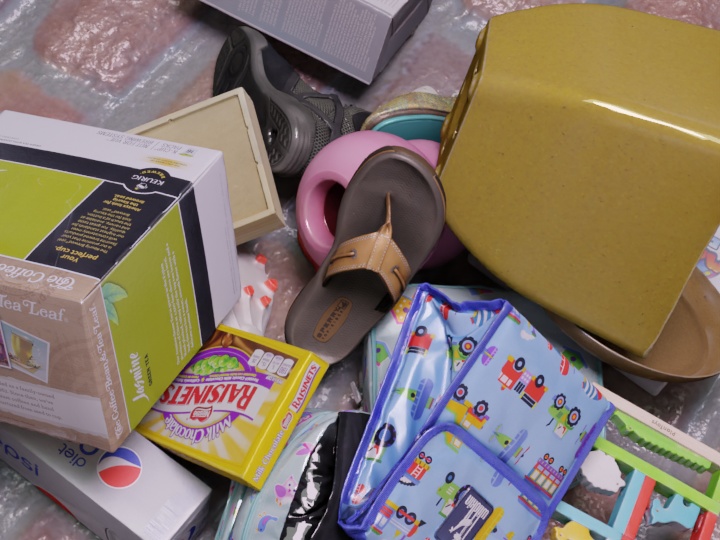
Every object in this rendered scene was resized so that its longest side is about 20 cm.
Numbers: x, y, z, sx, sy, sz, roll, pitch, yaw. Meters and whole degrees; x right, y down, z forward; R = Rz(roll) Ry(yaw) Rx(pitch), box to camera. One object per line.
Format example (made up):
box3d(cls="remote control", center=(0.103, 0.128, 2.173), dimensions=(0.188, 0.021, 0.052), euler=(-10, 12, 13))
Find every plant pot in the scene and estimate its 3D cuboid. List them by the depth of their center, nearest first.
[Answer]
box3d(cls="plant pot", center=(0.164, -0.090, 1.132), dimensions=(0.198, 0.197, 0.195), euler=(19, 35, -3))
box3d(cls="plant pot", center=(0.213, 0.022, 1.202), dimensions=(0.198, 0.028, 0.201), euler=(20, 35, -14))

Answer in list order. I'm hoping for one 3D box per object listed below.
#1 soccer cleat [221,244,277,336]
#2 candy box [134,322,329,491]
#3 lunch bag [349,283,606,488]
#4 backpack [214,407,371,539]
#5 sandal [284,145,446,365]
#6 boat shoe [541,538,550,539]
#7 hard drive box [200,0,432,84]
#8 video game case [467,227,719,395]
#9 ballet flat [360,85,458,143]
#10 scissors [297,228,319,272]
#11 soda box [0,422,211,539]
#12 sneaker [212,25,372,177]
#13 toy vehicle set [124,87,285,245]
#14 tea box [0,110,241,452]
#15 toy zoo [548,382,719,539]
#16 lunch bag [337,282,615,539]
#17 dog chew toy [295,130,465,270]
box3d(cls="soccer cleat", center=(-0.104, 0.056, 1.182), dimensions=(0.069, 0.077, 0.201), euler=(26, 35, -36))
box3d(cls="candy box", center=(-0.115, 0.089, 1.097), dimensions=(0.199, 0.026, 0.103), euler=(12, 71, 48))
box3d(cls="lunch bag", center=(0.092, 0.097, 1.178), dimensions=(0.198, 0.077, 0.162), euler=(4, 61, -7))
box3d(cls="backpack", center=(-0.032, 0.195, 1.056), dimensions=(0.166, 0.126, 0.202), euler=(31, 64, -40))
box3d(cls="sandal", center=(0.000, 0.000, 1.109), dimensions=(0.081, 0.201, 0.055), euler=(29, 27, -11))
box3d(cls="boat shoe", center=(0.114, 0.232, 1.110), dimensions=(0.198, 0.066, 0.074), euler=(-13, 63, -16))
box3d(cls="hard drive box", center=(-0.040, -0.274, 1.345), dimensions=(0.199, 0.077, 0.156), euler=(28, 41, 7))
box3d(cls="video game case", center=(0.223, -0.015, 1.293), dimensions=(0.199, 0.024, 0.182), euler=(36, 62, 12))
box3d(cls="ballet flat", center=(0.077, -0.130, 1.293), dimensions=(0.198, 0.071, 0.071), euler=(2, 58, -31))
box3d(cls="scissors", center=(-0.019, 0.034, 1.233), dimensions=(0.072, 0.014, 0.202), euler=(6, 58, -8))
box3d(cls="soda box", center=(-0.207, 0.141, 1.112), dimensions=(0.199, 0.068, 0.064), euler=(35, 60, 11))
box3d(cls="sneaker", center=(-0.058, -0.139, 1.298), dimensions=(0.114, 0.077, 0.200), euler=(16, 25, -38))
box3d(cls="toy vehicle set", center=(-0.169, -0.059, 1.211), dimensions=(0.198, 0.027, 0.125), euler=(-20, 63, 8))
box3d(cls="tea box", center=(-0.219, 0.000, 1.067), dimensions=(0.198, 0.135, 0.197), euler=(12, 38, 22))
box3d(cls="toy zoo", center=(0.189, 0.198, 1.096), dimensions=(0.130, 0.020, 0.201), euler=(28, 63, -2))
box3d(cls="lunch bag", center=(0.068, 0.137, 1.036), dimensions=(0.094, 0.150, 0.201), euler=(11, 67, 48))
box3d(cls="dog chew toy", center=(0.041, -0.054, 1.220), dimensions=(0.199, 0.125, 0.125), euler=(-9, 57, -48))
